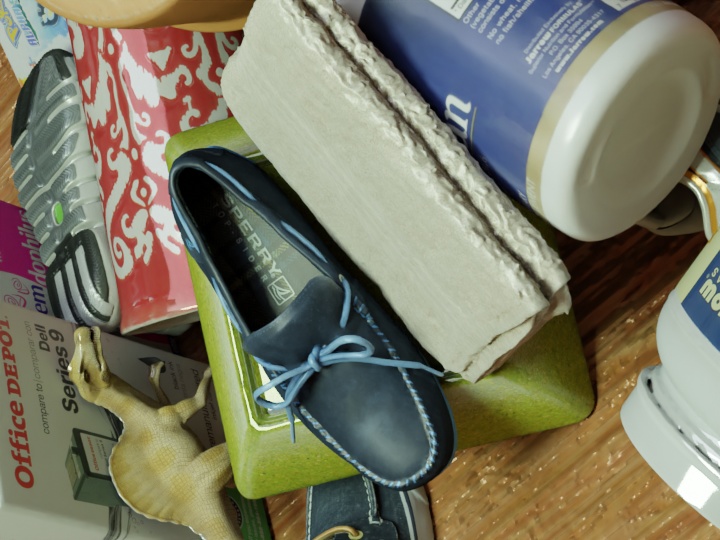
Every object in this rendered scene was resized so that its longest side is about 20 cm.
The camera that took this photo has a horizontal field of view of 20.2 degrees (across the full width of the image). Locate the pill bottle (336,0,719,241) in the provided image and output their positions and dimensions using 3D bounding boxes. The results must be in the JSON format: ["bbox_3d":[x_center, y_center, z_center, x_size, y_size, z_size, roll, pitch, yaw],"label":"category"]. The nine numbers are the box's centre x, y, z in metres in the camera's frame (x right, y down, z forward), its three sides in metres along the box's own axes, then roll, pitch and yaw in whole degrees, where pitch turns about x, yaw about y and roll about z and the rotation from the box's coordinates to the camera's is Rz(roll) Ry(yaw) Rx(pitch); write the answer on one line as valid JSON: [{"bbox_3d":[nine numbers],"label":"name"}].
[{"bbox_3d":[0.059,-0.108,0.932,0.200,0.111,0.112,37,104,32],"label":"pill bottle"}]

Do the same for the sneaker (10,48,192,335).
[{"bbox_3d":[-0.147,-0.041,1.261,0.075,0.115,0.201,-38,54,38],"label":"sneaker"}]

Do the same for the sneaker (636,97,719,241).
[{"bbox_3d":[0.131,-0.071,0.995,0.200,0.078,0.080,32,94,47],"label":"sneaker"}]

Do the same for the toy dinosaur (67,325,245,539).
[{"bbox_3d":[-0.089,0.114,1.121,0.200,0.101,0.058,51,135,14],"label":"toy dinosaur"}]

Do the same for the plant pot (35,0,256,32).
[{"bbox_3d":[-0.098,-0.203,0.992,0.199,0.140,0.202,10,115,21],"label":"plant pot"}]

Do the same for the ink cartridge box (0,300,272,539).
[{"bbox_3d":[-0.158,0.113,1.150,0.084,0.199,0.147,-40,50,29],"label":"ink cartridge box"}]

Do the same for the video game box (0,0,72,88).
[{"bbox_3d":[-0.170,-0.162,1.292,0.182,0.047,0.201,-10,107,54],"label":"video game box"}]

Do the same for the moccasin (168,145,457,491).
[{"bbox_3d":[-0.035,0.028,0.980,0.080,0.068,0.200,-45,79,10],"label":"moccasin"}]

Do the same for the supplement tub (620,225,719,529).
[{"bbox_3d":[0.211,0.014,0.821,0.201,0.144,0.145,-56,43,16],"label":"supplement tub"}]

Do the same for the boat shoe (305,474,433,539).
[{"bbox_3d":[-0.010,0.161,1.053,0.071,0.091,0.201,-37,50,32],"label":"boat shoe"}]

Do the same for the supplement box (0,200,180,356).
[{"bbox_3d":[-0.222,0.029,1.254,0.103,0.199,0.102,-43,48,28],"label":"supplement box"}]

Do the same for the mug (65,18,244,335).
[{"bbox_3d":[-0.077,-0.080,1.163,0.133,0.176,0.202,-21,83,64],"label":"mug"}]

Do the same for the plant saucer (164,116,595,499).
[{"bbox_3d":[0.000,0.000,1.032,0.199,0.048,0.201,-15,83,16],"label":"plant saucer"}]

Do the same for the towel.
[{"bbox_3d":[0.013,-0.042,0.934,0.200,0.034,0.133,50,158,4],"label":"towel"}]
